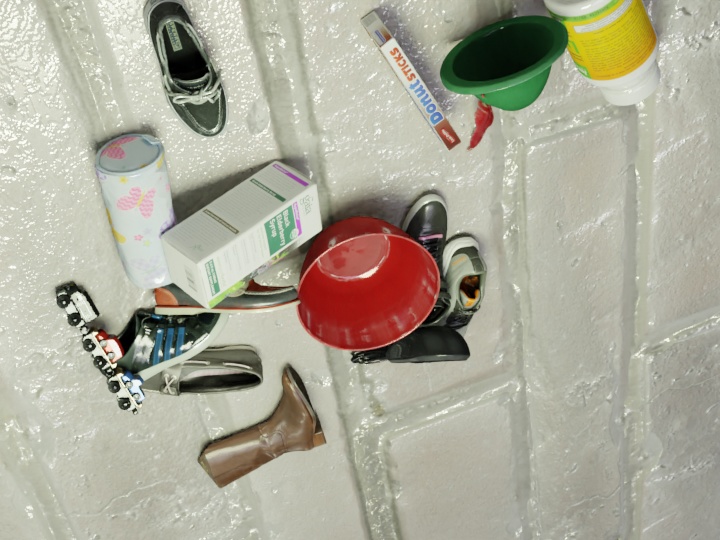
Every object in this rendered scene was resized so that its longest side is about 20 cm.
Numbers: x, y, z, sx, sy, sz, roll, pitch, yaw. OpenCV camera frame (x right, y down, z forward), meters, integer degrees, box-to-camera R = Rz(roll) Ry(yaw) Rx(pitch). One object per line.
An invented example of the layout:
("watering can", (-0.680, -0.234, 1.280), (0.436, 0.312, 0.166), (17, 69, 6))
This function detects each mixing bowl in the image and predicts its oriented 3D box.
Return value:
("mixing bowl", (0.000, 0.000, 1.692), (0.200, 0.108, 0.201), (-8, 129, -10))

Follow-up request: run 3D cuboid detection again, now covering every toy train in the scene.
("toy train", (-0.339, 0.104, 1.634), (0.046, 0.034, 0.200), (-29, 108, -8))

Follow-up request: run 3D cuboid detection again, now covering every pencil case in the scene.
("pencil case", (-0.268, -0.071, 1.531), (0.091, 0.083, 0.200), (-22, 135, -15))

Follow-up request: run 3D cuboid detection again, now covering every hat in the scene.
("hat", (0.202, -0.209, 1.562), (0.165, 0.200, 0.176), (-21, 122, 6))

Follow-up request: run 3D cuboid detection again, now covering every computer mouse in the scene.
("computer mouse", (0.085, 0.110, 1.819), (0.138, 0.200, 0.053), (3, 83, -31))

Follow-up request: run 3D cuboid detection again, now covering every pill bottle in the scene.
("pill bottle", (0.317, -0.307, 1.581), (0.111, 0.111, 0.200), (-34, 134, 5))

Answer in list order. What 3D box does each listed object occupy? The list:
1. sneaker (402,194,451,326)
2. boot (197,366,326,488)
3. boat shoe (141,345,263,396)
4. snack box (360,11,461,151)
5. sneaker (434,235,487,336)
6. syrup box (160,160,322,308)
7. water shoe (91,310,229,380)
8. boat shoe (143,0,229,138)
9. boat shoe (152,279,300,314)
("sneaker", (0.101, -0.007, 1.748), (0.071, 0.099, 0.200), (-5, 130, -19))
("boot", (-0.165, 0.245, 1.874), (0.200, 0.064, 0.187), (-20, 132, -2))
("boat shoe", (-0.234, 0.148, 1.754), (0.199, 0.057, 0.067), (-6, 130, -21))
("snack box", (0.066, -0.236, 1.552), (0.024, 0.072, 0.200), (-35, 134, 5))
("sneaker", (0.143, 0.047, 1.830), (0.074, 0.079, 0.200), (-10, 133, -20))
("syrup box", (-0.147, -0.048, 1.558), (0.200, 0.081, 0.079), (-36, 141, -28))
("water shoe", (-0.271, 0.087, 1.675), (0.200, 0.072, 0.079), (-33, 127, 2))
("boat shoe", (-0.196, -0.225, 1.441), (0.073, 0.068, 0.200), (-19, 134, -9))
("boat shoe", (-0.178, 0.025, 1.624), (0.199, 0.071, 0.063), (-1, 91, 12))
